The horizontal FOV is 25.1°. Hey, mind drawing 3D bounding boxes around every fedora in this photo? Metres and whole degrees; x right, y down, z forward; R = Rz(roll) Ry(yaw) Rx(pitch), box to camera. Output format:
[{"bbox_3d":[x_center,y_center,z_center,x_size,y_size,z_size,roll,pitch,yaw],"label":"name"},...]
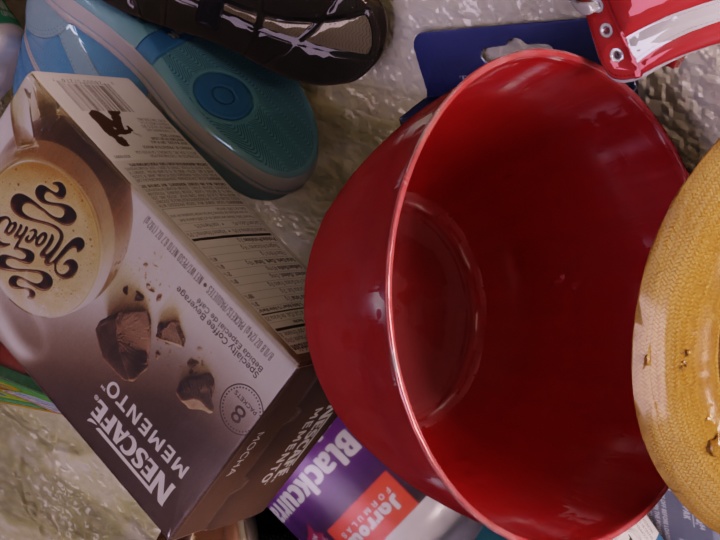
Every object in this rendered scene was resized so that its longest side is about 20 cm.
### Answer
[{"bbox_3d":[0.188,0.014,0.664,0.201,0.200,0.082,66,173,-16],"label":"fedora"}]

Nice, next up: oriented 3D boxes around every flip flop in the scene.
[{"bbox_3d":[-0.073,-0.160,0.808,0.199,0.058,0.081,26,129,3],"label":"flip flop"}]

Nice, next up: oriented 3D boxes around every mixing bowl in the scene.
[{"bbox_3d":[0.050,0.016,0.688,0.108,0.200,0.201,-7,114,49],"label":"mixing bowl"}]

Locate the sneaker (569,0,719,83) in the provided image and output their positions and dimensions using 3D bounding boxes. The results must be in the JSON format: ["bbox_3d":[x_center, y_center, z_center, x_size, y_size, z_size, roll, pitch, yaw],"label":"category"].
[{"bbox_3d":[0.082,-0.141,0.679,0.199,0.071,0.113,11,121,31],"label":"sneaker"}]

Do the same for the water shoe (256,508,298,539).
[{"bbox_3d":[-0.094,0.099,0.985,0.200,0.071,0.079,35,133,15],"label":"water shoe"}]

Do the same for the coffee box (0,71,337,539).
[{"bbox_3d":[-0.101,0.013,0.769,0.200,0.080,0.113,46,114,19],"label":"coffee box"}]

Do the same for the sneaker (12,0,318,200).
[{"bbox_3d":[-0.110,-0.082,0.872,0.200,0.079,0.131,45,135,19],"label":"sneaker"}]

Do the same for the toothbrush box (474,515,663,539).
[{"bbox_3d":[0.089,0.225,0.770,0.085,0.200,0.147,-9,125,48],"label":"toothbrush box"}]

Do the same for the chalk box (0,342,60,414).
[{"bbox_3d":[-0.191,0.013,0.934,0.199,0.125,0.125,6,164,37],"label":"chalk box"}]

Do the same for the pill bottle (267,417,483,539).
[{"bbox_3d":[0.004,0.105,0.880,0.200,0.111,0.112,44,136,6],"label":"pill bottle"}]

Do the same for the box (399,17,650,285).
[{"bbox_3d":[0.090,-0.021,0.784,0.121,0.032,0.201,2,118,38],"label":"box"}]

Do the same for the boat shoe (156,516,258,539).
[{"bbox_3d":[-0.100,0.188,0.902,0.076,0.073,0.201,141,130,-64],"label":"boat shoe"}]

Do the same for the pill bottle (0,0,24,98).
[{"bbox_3d":[-0.285,-0.175,0.916,0.200,0.113,0.113,54,137,5],"label":"pill bottle"}]

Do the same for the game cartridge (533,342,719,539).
[{"bbox_3d":[0.158,0.124,0.796,0.133,0.040,0.201,19,143,32],"label":"game cartridge"}]
